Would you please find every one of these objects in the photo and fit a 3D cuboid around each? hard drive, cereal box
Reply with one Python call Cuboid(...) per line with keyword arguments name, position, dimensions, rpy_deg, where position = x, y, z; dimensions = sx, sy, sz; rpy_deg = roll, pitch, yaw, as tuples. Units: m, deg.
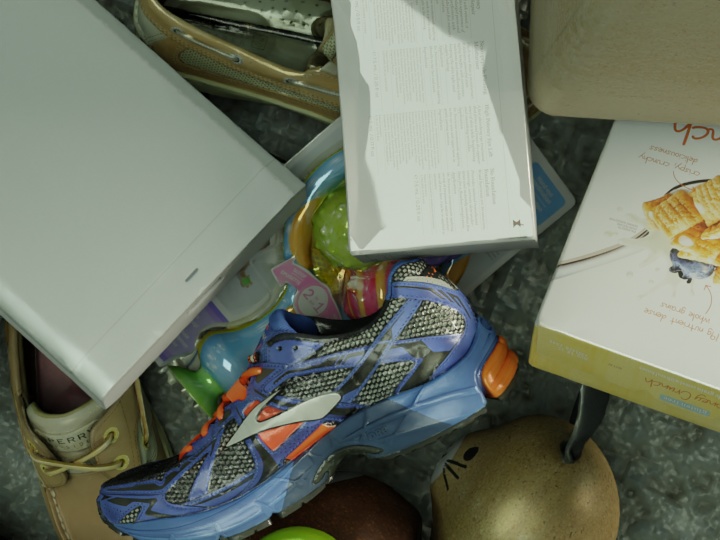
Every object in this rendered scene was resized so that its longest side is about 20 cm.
Cuboid(name="hard drive", position=(-0.141, -0.053, 1.167), dimensions=(0.200, 0.026, 0.132), rpy_deg=(41, 77, 10))
Cuboid(name="cereal box", position=(0.172, -0.023, 1.154), dimensions=(0.143, 0.040, 0.201), rpy_deg=(18, 59, 8))

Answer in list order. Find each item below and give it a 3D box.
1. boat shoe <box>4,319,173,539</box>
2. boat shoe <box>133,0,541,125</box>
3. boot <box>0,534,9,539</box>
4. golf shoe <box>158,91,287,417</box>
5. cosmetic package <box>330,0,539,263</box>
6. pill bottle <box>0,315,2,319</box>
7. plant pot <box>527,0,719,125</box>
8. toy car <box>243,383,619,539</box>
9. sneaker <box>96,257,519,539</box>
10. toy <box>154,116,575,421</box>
Cuboid(name="boat shoe", position=(-0.138, 0.070, 1.276), dimensions=(0.073, 0.066, 0.201), rpy_deg=(-13, 93, 13))
Cuboid(name="boat shoe", position=(-0.006, -0.103, 1.210), dimensions=(0.198, 0.076, 0.072), rpy_deg=(5, 77, -3))
Cuboid(name="boot", position=(-0.212, 0.102, 1.273), dimensions=(0.202, 0.073, 0.155), rpy_deg=(-1, 93, 34))
Cuboid(name="golf shoe", position=(-0.070, -0.013, 1.253), dimensions=(0.097, 0.078, 0.201), rpy_deg=(-26, 91, 7))
Cuboid(name="cosmetic package", position=(0.030, -0.107, 1.146), dimensions=(0.082, 0.051, 0.202), rpy_deg=(-4, 84, 8))
Cuboid(name="pill bottle", position=(-0.214, -0.028, 1.229), dimensions=(0.109, 0.110, 0.201), rpy_deg=(3, 73, 11))
Cuboid(name="plant pot", position=(0.180, -0.179, 1.082), dimensions=(0.198, 0.177, 0.201), rpy_deg=(4, 76, -2))
Cuboid(name="toy car", position=(0.053, 0.107, 1.200), dimensions=(0.157, 0.164, 0.200), rpy_deg=(37, 92, 5))
Cuboid(name="sneaker", position=(-0.031, 0.058, 1.160), dimensions=(0.199, 0.075, 0.079), rpy_deg=(-28, 98, 8))
Cuboid(name="toy", position=(0.000, 0.000, 1.197), dimensions=(0.200, 0.047, 0.115), rpy_deg=(-38, 121, 2))
